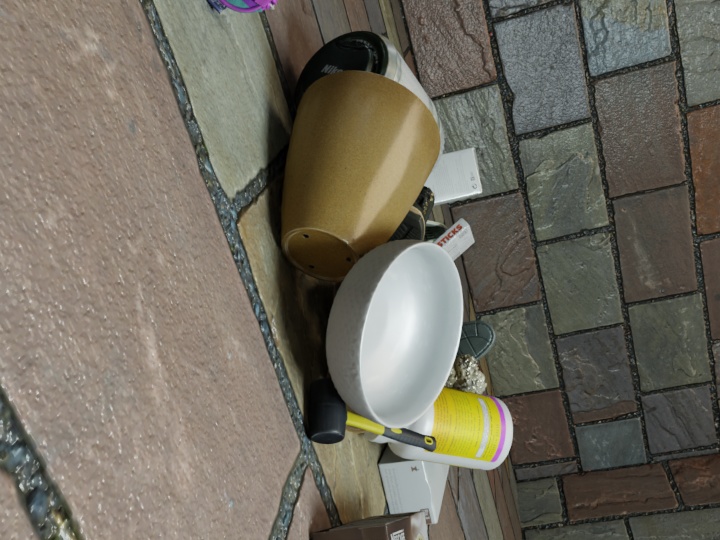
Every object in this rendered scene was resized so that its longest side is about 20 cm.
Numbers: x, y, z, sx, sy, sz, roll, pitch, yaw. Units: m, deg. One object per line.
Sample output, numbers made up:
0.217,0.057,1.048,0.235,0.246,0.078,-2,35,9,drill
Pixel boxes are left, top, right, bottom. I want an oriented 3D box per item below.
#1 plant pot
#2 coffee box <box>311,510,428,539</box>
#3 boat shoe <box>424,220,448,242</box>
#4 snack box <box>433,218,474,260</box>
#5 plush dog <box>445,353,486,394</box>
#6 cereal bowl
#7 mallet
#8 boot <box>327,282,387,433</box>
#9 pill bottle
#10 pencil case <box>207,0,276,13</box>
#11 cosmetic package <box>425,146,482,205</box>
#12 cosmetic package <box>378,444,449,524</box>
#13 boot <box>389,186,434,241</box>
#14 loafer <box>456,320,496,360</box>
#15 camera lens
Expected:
-0.016,-0.094,0.797,0.187,0.185,0.201,64,35,-45,plant pot
0.021,0.327,0.736,0.200,0.079,0.114,45,36,-67,coffee box
0.078,-0.066,1.205,0.199,0.062,0.073,-7,74,-48,boat shoe
0.121,-0.008,1.237,0.024,0.200,0.072,48,-3,28,snack box
0.075,0.146,1.079,0.201,0.160,0.171,54,15,32,plush dog
0.028,0.063,0.743,0.199,0.083,0.202,-17,111,-50,cereal bowl
0.018,0.170,0.789,0.199,0.041,0.066,20,52,-43,mallet
0.005,0.096,0.882,0.155,0.073,0.202,18,73,-83,boot
0.104,0.212,0.946,0.198,0.104,0.105,15,52,-24,pill bottle
-0.112,-0.346,0.767,0.093,0.085,0.201,54,23,-23,pencil case
0.091,-0.144,1.152,0.113,0.198,0.082,-161,-120,-82,cosmetic package
0.087,0.301,1.060,0.200,0.073,0.103,-27,105,-74,cosmetic package
0.072,-0.088,0.987,0.139,0.077,0.200,-58,180,-20,boot
0.149,0.148,1.180,0.063,0.199,0.072,14,45,-63,loafer
0.015,-0.219,0.962,0.200,0.159,0.161,38,40,-51,camera lens
